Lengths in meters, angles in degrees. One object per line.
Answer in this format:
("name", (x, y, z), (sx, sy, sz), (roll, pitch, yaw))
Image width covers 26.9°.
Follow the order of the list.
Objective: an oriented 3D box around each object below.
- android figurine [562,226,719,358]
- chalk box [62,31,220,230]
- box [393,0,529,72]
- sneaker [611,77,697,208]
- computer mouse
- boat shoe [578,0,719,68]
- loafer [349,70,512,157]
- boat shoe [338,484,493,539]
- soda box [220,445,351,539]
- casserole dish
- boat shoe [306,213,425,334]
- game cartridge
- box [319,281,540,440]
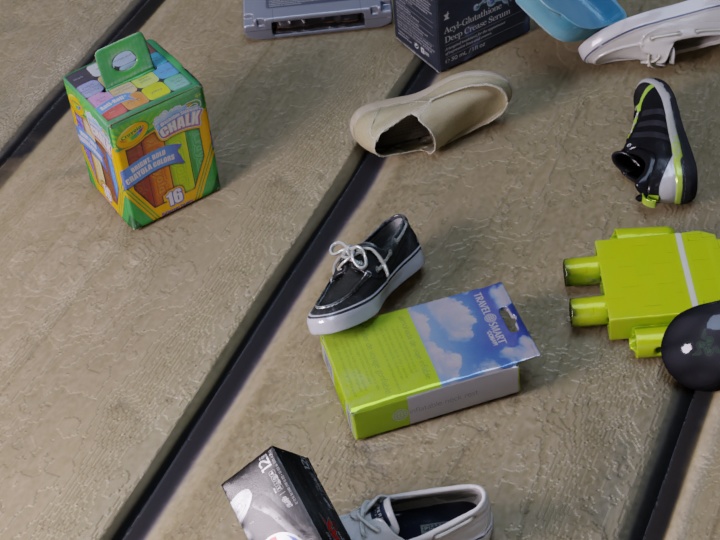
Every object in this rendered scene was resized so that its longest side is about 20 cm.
("android figurine", (0.316, 0.016, 1.579), (0.199, 0.041, 0.182), (-5, 43, 2))
("chalk box", (-0.254, -0.175, 1.730), (0.125, 0.200, 0.124), (-28, 47, -21))
("box", (0.126, -0.380, 1.901), (0.148, 0.200, 0.107), (-27, 47, -20))
("sneaker", (0.328, -0.150, 1.730), (0.083, 0.072, 0.200), (-8, 43, 0))
("computer mouse", (0.395, 0.054, 1.488), (0.199, 0.053, 0.139), (-20, 80, -6))
("boat shoe", (0.375, -0.285, 1.873), (0.199, 0.072, 0.066), (-16, 78, 2))
("loafer", (0.089, -0.177, 1.790), (0.199, 0.076, 0.068), (-18, 45, 2))
("boat shoe", (0.022, 0.232, 1.369), (0.199, 0.065, 0.074), (-14, 45, -8))
("soda box", (-0.042, 0.254, 1.305), (0.063, 0.071, 0.200), (-39, 60, 12))
("casserole dish", (0.261, -0.337, 1.899), (0.121, 0.039, 0.200), (46, 31, 14))
("boat shoe", (0.002, 0.000, 1.578), (0.073, 0.068, 0.199), (-2, 25, 40))
("game cartridge", (-0.060, -0.370, 2.033), (0.199, 0.042, 0.133), (-6, 39, 1))
("box", (0.070, 0.089, 1.526), (0.199, 0.048, 0.122), (-15, 44, -8))
